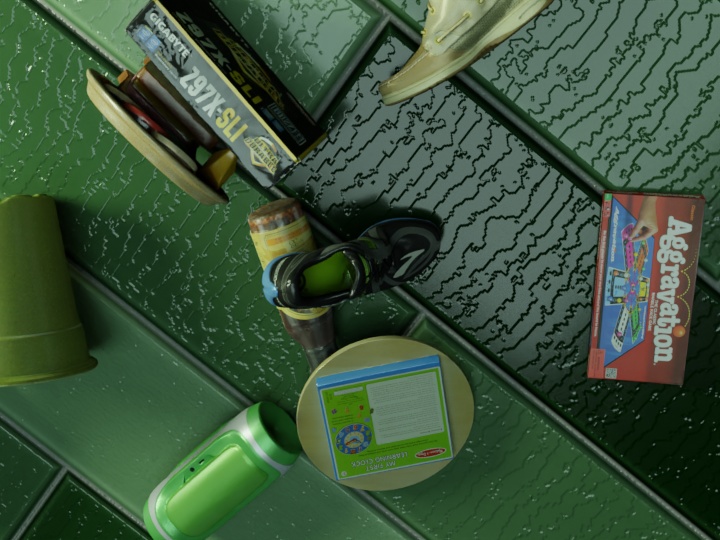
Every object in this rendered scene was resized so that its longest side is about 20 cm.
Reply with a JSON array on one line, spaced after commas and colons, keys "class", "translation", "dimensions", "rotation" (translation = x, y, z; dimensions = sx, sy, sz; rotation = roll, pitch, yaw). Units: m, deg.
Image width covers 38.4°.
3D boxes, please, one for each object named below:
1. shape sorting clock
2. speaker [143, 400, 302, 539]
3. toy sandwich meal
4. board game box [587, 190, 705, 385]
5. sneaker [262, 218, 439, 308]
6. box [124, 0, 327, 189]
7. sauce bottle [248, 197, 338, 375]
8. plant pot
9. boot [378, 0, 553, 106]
[{"class": "shape sorting clock", "translation": [0.028, 0.159, 1.141], "dimensions": [0.196, 0.039, 0.203], "rotation": [-2, 113, -5]}, {"class": "speaker", "translation": [-0.160, 0.238, 1.188], "dimensions": [0.199, 0.089, 0.089], "rotation": [-41, 97, 18]}, {"class": "toy sandwich meal", "translation": [-0.185, -0.146, 1.020], "dimensions": [0.205, 0.205, 0.070], "rotation": [44, 92, -5]}, {"class": "board game box", "translation": [0.296, 0.019, 1.080], "dimensions": [0.101, 0.019, 0.204], "rotation": [3, 107, 7]}, {"class": "sneaker", "translation": [0.000, 0.000, 1.055], "dimensions": [0.197, 0.082, 0.072], "rotation": [-17, 106, -23]}, {"class": "box", "translation": [-0.125, -0.182, 1.016], "dimensions": [0.049, 0.160, 0.200], "rotation": [-39, 97, 18]}, {"class": "sauce bottle", "translation": [-0.062, 0.024, 1.119], "dimensions": [0.065, 0.066, 0.203], "rotation": [-16, 107, 14]}, {"class": "plant pot", "translation": [-0.391, 0.015, 1.120], "dimensions": [0.196, 0.200, 0.194], "rotation": [-2, 95, 10]}, {"class": "boot", "translation": [0.071, -0.270, 1.001], "dimensions": [0.199, 0.073, 0.156], "rotation": [-33, 99, 15]}]
